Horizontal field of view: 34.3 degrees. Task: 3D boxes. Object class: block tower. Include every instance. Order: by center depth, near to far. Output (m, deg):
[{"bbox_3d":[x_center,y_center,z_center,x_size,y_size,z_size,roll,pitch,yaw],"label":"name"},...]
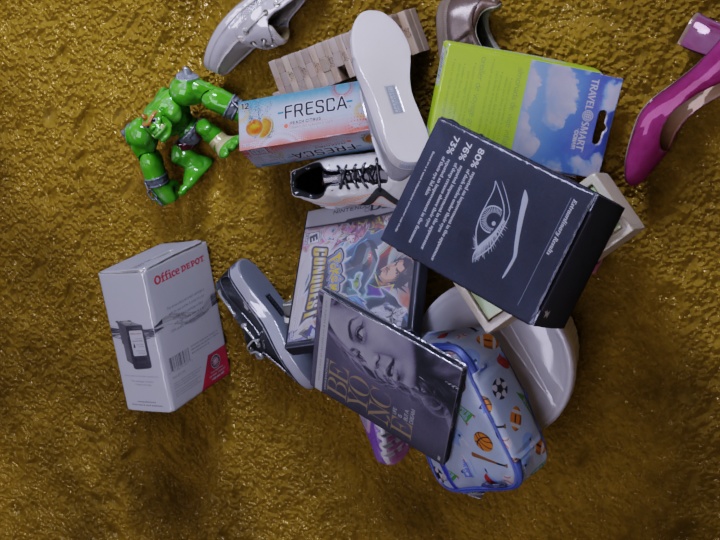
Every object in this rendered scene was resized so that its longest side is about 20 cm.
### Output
[{"bbox_3d":[-0.020,-0.259,1.415,0.199,0.054,0.058,-17,98,30],"label":"block tower"}]

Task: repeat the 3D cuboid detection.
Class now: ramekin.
[{"bbox_3d":[0.173,0.097,1.413,0.201,0.094,0.204,9,111,25],"label":"ramekin"}]

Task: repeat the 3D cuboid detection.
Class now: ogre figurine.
[{"bbox_3d":[-0.234,-0.180,1.532,0.120,0.098,0.200,44,138,-13],"label":"ogre figurine"}]

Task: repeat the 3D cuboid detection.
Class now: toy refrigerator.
[{"bbox_3d":[0.204,-0.018,1.278,0.200,0.070,0.076,-37,78,23],"label":"toy refrigerator"}]

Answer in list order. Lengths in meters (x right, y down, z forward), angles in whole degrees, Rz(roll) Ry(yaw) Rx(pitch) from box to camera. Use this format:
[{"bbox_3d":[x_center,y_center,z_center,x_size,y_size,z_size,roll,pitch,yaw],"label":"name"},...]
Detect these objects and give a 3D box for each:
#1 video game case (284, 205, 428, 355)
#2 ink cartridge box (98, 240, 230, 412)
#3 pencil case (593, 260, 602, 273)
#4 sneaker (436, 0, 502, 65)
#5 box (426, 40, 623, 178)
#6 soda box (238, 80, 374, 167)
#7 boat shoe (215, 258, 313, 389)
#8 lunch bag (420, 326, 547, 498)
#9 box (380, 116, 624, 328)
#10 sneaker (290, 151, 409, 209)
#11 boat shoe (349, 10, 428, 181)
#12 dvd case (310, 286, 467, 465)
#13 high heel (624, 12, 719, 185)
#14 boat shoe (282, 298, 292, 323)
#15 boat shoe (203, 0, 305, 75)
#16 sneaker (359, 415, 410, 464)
[{"bbox_3d":[0.000,0.000,1.431,0.180,0.201,0.025,-10,147,29],"label":"video game case"},{"bbox_3d":[-0.265,0.072,1.598,0.083,0.145,0.202,-1,107,29],"label":"ink cartridge box"},{"bbox_3d":[0.184,-0.041,1.370,0.199,0.087,0.083,7,141,25],"label":"pencil case"},{"bbox_3d":[0.136,-0.215,1.340,0.075,0.070,0.202,-3,106,27],"label":"sneaker"},{"bbox_3d":[0.180,-0.179,1.303,0.198,0.048,0.123,10,107,-4],"label":"box"},{"bbox_3d":[-0.047,-0.179,1.414,0.198,0.064,0.069,-7,73,15],"label":"soda box"},{"bbox_3d":[-0.127,0.083,1.572,0.068,0.074,0.200,-39,87,27],"label":"boat shoe"},{"bbox_3d":[0.119,0.167,1.350,0.160,0.075,0.201,-12,104,49],"label":"lunch bag"},{"bbox_3d":[0.147,-0.048,1.211,0.199,0.104,0.149,32,101,27],"label":"box"},{"bbox_3d":[0.002,-0.109,1.417,0.199,0.080,0.074,-9,85,33],"label":"sneaker"},{"bbox_3d":[0.029,-0.197,1.324,0.069,0.072,0.201,126,127,-62],"label":"boat shoe"},{"bbox_3d":[0.026,0.121,1.337,0.199,0.016,0.150,29,132,26],"label":"dvd case"},{"bbox_3d":[0.356,-0.167,1.243,0.096,0.067,0.201,33,116,26],"label":"high heel"},{"bbox_3d":[-0.018,0.017,1.498,0.201,0.072,0.061,-19,100,24],"label":"boat shoe"},{"bbox_3d":[-0.119,-0.305,1.439,0.069,0.071,0.200,49,120,7],"label":"boat shoe"},{"bbox_3d":[0.009,0.157,1.532,0.088,0.080,0.202,-10,97,36],"label":"sneaker"}]
